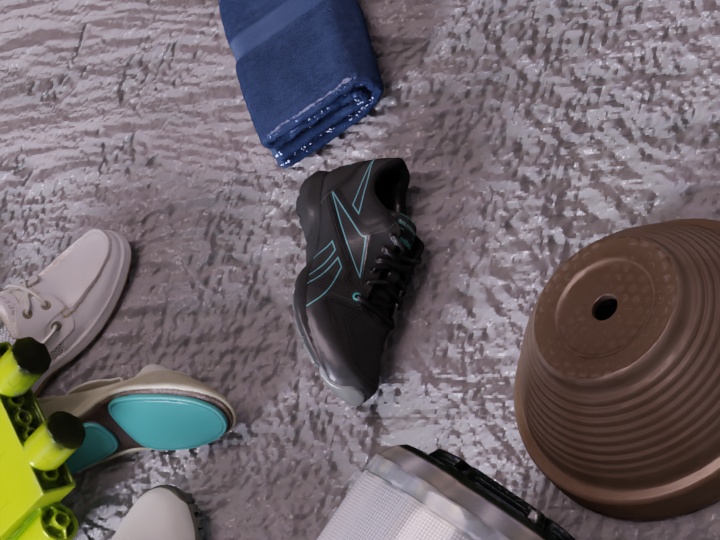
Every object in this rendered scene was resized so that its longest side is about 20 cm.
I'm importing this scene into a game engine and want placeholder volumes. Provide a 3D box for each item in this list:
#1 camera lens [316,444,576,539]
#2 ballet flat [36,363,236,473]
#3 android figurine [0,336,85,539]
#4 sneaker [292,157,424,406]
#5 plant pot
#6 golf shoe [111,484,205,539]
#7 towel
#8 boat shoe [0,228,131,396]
[{"bbox_3d":[0.031,0.215,1.263,0.160,0.160,0.200,28,80,45],"label":"camera lens"},{"bbox_3d":[-0.169,0.100,1.571,0.200,0.069,0.070,-15,53,30],"label":"ballet flat"},{"bbox_3d":[-0.270,0.135,1.580,0.200,0.041,0.182,-46,66,42],"label":"android figurine"},{"bbox_3d":[0.000,0.000,1.497,0.079,0.075,0.200,-21,51,22],"label":"sneaker"},{"bbox_3d":[0.170,0.045,1.323,0.201,0.093,0.201,-20,52,27],"label":"plant pot"},{"bbox_3d":[-0.171,0.230,1.464,0.077,0.088,0.200,2,62,40],"label":"golf shoe"},{"bbox_3d":[-0.046,-0.178,1.674,0.112,0.049,0.200,-32,46,17],"label":"towel"},{"bbox_3d":[-0.257,0.042,1.670,0.200,0.069,0.071,-53,43,-5],"label":"boat shoe"}]
